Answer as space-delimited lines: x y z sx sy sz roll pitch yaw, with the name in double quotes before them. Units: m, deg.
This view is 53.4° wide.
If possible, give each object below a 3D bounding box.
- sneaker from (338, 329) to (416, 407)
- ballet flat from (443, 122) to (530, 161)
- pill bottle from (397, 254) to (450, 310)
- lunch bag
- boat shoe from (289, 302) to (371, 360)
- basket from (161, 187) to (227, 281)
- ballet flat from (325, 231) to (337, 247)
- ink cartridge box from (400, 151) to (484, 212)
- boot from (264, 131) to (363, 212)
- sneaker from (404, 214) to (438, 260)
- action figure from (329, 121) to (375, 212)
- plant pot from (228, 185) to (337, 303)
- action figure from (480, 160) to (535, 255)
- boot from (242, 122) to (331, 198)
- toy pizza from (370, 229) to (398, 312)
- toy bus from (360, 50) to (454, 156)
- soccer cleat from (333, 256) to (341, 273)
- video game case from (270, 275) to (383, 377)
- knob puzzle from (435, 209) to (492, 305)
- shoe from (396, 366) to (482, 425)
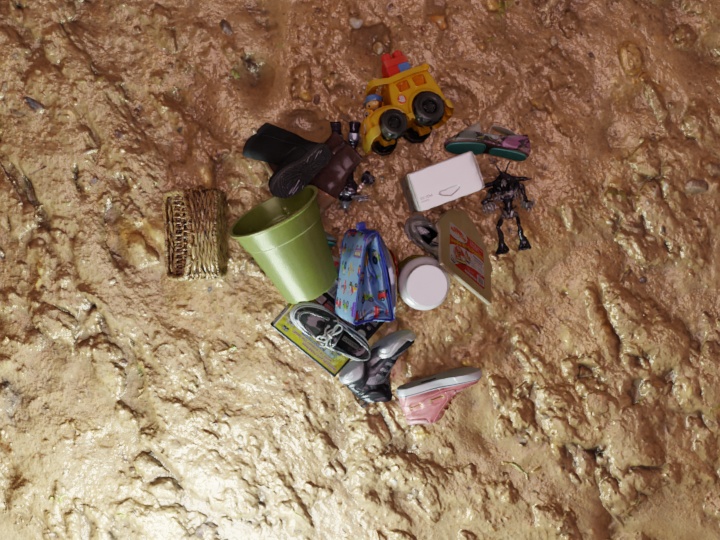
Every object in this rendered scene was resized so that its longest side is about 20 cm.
"sneaker" 0.057 0.224 1.619 0.199 0.075 0.114 -34 103 -3
"ballet flat" 0.283 -0.291 1.597 0.198 0.069 0.072 6 75 -5
"pill bottle" 0.133 0.025 1.540 0.111 0.200 0.114 0 94 -2
"lunch bag" 0.000 0.000 1.496 0.093 0.150 0.202 -5 97 -17
"boat shoe" -0.063 0.138 1.552 0.199 0.068 0.074 38 92 -16
"basket" -0.371 -0.077 1.555 0.147 0.143 0.202 0 93 -2
"ballet flat" -0.152 -0.082 1.599 0.198 0.074 0.075 -4 94 -4
"ink cartridge box" 0.171 -0.186 1.528 0.145 0.200 0.084 -20 94 0
"boot" -0.101 -0.233 1.555 0.200 0.072 0.167 43 101 25
"sneaker" 0.186 -0.051 1.598 0.199 0.081 0.076 32 91 -4
"action figure" -0.031 -0.228 1.592 0.129 0.069 0.202 0 97 -8
"plant pot" -0.139 -0.041 1.464 0.199 0.200 0.191 -25 113 1
"action figure" 0.328 -0.140 1.584 0.118 0.102 0.202 -9 95 11
"boot" -0.182 -0.233 1.500 0.165 0.199 0.066 -39 138 -28
"toy pizza" 0.048 0.010 1.543 0.031 0.200 0.202 -10 94 -15
"toy bus" 0.073 -0.367 1.541 0.199 0.136 0.193 -24 86 -14
"soccer cleat" -0.108 -0.012 1.604 0.198 0.078 0.070 11 105 -21
"video game case" -0.069 0.113 1.599 0.200 0.026 0.181 42 92 -23
"knob puzzle" 0.219 -0.045 1.552 0.030 0.219 0.221 -27 95 35
"shoe" 0.186 0.286 1.625 0.198 0.071 0.092 -16 95 5
